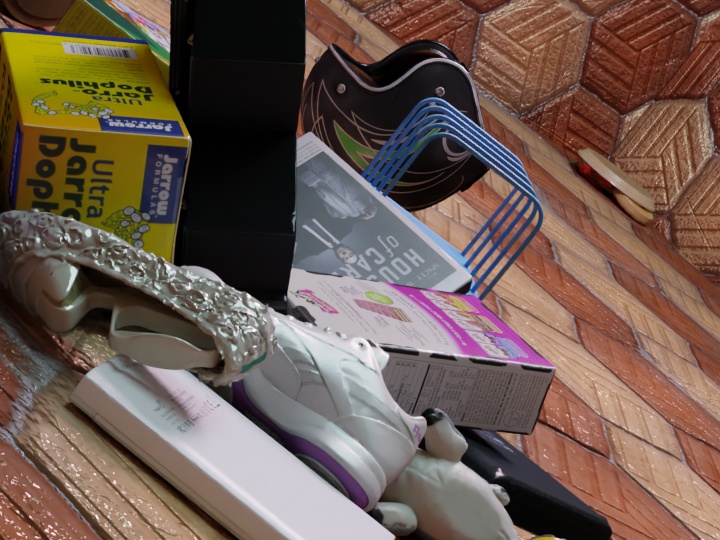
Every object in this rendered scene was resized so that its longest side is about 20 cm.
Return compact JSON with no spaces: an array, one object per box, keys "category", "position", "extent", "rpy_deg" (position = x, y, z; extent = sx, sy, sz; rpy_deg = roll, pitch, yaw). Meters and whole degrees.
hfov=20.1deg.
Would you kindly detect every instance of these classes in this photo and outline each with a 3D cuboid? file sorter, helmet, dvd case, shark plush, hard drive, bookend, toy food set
[{"category":"file sorter","position":[0.078,-0.065,1.841],"extent":[0.139,0.123,0.200],"rpy_deg":[36,11,-9]},{"category":"helmet","position":[0.033,-0.161,2.215],"extent":[0.200,0.190,0.201],"rpy_deg":[165,-90,-90]},{"category":"dvd case","position":[-0.028,-0.017,1.671],"extent":[0.200,0.025,0.150],"rpy_deg":[42,53,21]},{"category":"shark plush","position":[0.068,0.161,1.400],"extent":[0.200,0.091,0.083],"rpy_deg":[28,-16,-23]},{"category":"hard drive","position":[0.085,0.139,1.529],"extent":[0.139,0.033,0.200],"rpy_deg":[28,5,-40]},{"category":"bookend","position":[-0.087,-0.096,1.382],"extent":[0.092,0.201,0.199],"rpy_deg":[2,-27,-6]},{"category":"toy food set","position":[0.502,-0.169,4.000],"extent":[0.200,0.049,0.198],"rpy_deg":[38,11,1]},{"category":"hard drive","position":[-0.073,0.121,1.219],"extent":[0.200,0.026,0.132],"rpy_deg":[39,12,4]}]

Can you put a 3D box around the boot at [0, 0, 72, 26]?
[{"category":"boot","position":[-0.362,-0.314,1.923],"extent":[0.200,0.074,0.155],"rpy_deg":[28,11,-49]}]

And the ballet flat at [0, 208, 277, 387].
[{"category":"ballet flat","position":[-0.148,0.018,1.217],"extent":[0.199,0.072,0.072],"rpy_deg":[18,8,11]}]

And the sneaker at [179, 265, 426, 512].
[{"category":"sneaker","position":[-0.043,0.065,1.330],"extent":[0.200,0.100,0.075],"rpy_deg":[45,-31,6]}]

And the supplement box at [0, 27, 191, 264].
[{"category":"supplement box","position":[-0.187,-0.078,1.358],"extent":[0.109,0.109,0.200],"rpy_deg":[3,23,-16]}]

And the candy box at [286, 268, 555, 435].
[{"category":"candy box","position":[0.023,0.058,1.493],"extent":[0.199,0.061,0.136],"rpy_deg":[10,19,-29]}]

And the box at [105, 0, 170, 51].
[{"category":"box","position":[-0.208,-0.219,2.089],"extent":[0.200,0.039,0.137],"rpy_deg":[27,16,-42]}]

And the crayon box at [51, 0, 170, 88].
[{"category":"crayon box","position":[-0.167,-0.101,1.546],"extent":[0.200,0.127,0.051],"rpy_deg":[38,12,-2]}]

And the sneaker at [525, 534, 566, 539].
[{"category":"sneaker","position":[0.169,0.263,1.329],"extent":[0.200,0.070,0.090],"rpy_deg":[39,27,4]}]
